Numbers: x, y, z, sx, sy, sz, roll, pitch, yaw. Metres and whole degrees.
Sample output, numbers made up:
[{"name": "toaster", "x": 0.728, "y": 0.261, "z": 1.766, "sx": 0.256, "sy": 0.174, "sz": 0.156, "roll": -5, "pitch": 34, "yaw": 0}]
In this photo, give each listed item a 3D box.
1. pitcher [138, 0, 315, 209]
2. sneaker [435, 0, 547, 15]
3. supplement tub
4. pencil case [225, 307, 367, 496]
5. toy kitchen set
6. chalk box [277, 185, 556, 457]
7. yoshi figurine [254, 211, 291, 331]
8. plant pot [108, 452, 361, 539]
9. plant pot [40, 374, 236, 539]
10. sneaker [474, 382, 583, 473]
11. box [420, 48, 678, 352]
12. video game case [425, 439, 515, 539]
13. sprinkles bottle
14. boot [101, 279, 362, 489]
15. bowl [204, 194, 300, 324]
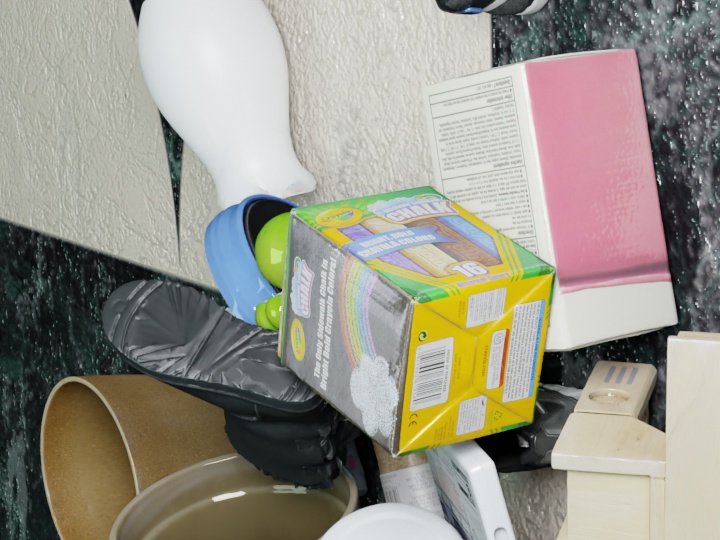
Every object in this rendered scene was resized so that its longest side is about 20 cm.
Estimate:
[{"name": "pitcher", "x": -0.122, "y": -0.148, "z": 1.924, "sx": 0.201, "sy": 0.121, "sz": 0.171, "roll": 69, "pitch": 162, "yaw": -4}, {"name": "sneaker", "x": 0.105, "y": -0.259, "z": 1.555, "sx": 0.073, "sy": 0.111, "sz": 0.201, "roll": 51, "pitch": 137, "yaw": 35}, {"name": "supplement tub", "x": 0.030, "y": 0.280, "z": 1.662, "sx": 0.123, "sy": 0.122, "sz": 0.201, "roll": 47, "pitch": 156, "yaw": 39}, {"name": "pencil case", "x": -0.061, "y": 0.119, "z": 1.929, "sx": 0.090, "sy": 0.083, "sz": 0.201, "roll": -24, "pitch": 77, "yaw": 33}, {"name": "toy kitchen set", "x": 0.241, "y": 0.095, "z": 1.484, "sx": 0.199, "sy": 0.180, "sz": 0.164, "roll": 3, "pitch": 109, "yaw": 15}, {"name": "chalk box", "x": 0.024, "y": 0.023, "z": 1.547, "sx": 0.200, "sy": 0.123, "sz": 0.125, "roll": 38, "pitch": 130, "yaw": 48}, {"name": "yoshi figurine", "x": -0.002, "y": -0.015, "z": 1.694, "sx": 0.112, "sy": 0.199, "sz": 0.113, "roll": 45, "pitch": 138, "yaw": 31}, {"name": "plant pot", "x": -0.083, "y": 0.263, "z": 1.753, "sx": 0.200, "sy": 0.199, "sz": 0.175, "roll": 22, "pitch": 131, "yaw": 52}, {"name": "plant pot", "x": -0.158, "y": 0.171, "z": 1.984, "sx": 0.186, "sy": 0.199, "sz": 0.188, "roll": 19, "pitch": 114, "yaw": 52}, {"name": "sneaker", "x": 0.100, "y": 0.111, "z": 1.679, "sx": 0.200, "sy": 0.090, "sz": 0.067, "roll": 12, "pitch": 107, "yaw": 55}, {"name": "box", "x": 0.133, "y": -0.047, "z": 1.571, "sx": 0.128, "sy": 0.108, "sz": 0.201, "roll": -6, "pitch": 94, "yaw": 57}, {"name": "video game case", "x": 0.089, "y": 0.198, "z": 1.607, "sx": 0.200, "sy": 0.023, "sz": 0.183, "roll": -135, "pitch": 28, "yaw": -75}, {"name": "sprinkles bottle", "x": 0.059, "y": 0.207, "z": 1.788, "sx": 0.068, "sy": 0.068, "sz": 0.201, "roll": -23, "pitch": 79, "yaw": 56}, {"name": "boot", "x": -0.095, "y": 0.091, "z": 1.684, "sx": 0.197, "sy": 0.074, "sz": 0.163, "roll": 18, "pitch": 156, "yaw": 15}, {"name": "bowl", "x": -0.039, "y": 0.021, "z": 1.783, "sx": 0.039, "sy": 0.200, "sz": 0.201, "roll": -42, "pitch": 60, "yaw": 22}]
